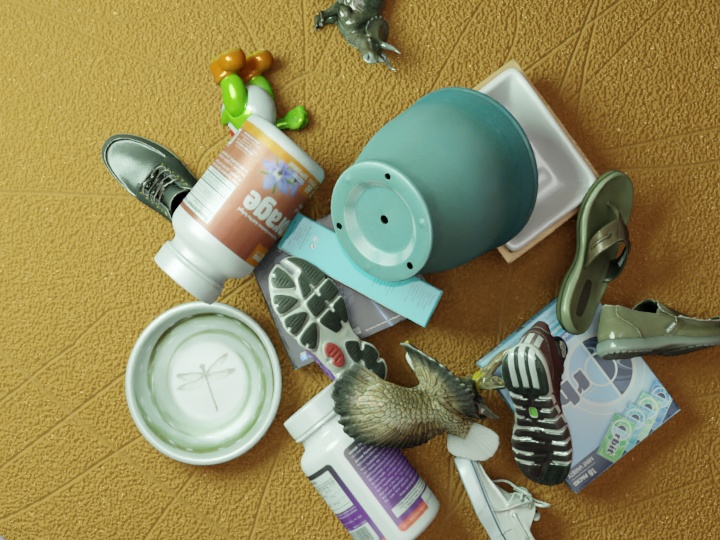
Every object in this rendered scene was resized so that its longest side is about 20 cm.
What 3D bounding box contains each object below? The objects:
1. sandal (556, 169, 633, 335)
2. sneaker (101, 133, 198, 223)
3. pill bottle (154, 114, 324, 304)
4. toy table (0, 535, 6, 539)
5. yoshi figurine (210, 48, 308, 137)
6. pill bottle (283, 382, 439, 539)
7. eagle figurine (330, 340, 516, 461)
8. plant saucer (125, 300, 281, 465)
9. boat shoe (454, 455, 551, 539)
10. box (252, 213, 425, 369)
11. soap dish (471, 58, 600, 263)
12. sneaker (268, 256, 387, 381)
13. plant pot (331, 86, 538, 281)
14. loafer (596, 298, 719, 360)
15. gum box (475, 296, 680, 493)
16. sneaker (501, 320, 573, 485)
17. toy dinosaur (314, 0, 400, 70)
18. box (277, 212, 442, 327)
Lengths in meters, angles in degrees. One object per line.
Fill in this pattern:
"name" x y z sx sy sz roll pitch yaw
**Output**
"sandal" 0.294 -0.018 1.097 0.079 0.057 0.205 17 87 -35
"sneaker" -0.247 -0.111 1.137 0.199 0.106 0.075 35 89 2
"pill bottle" -0.140 -0.066 1.036 0.112 0.112 0.201 38 90 2
"toy table" -0.481 0.433 1.099 0.200 0.183 0.117 -46 71 8
"yoshi figurine" -0.115 -0.177 1.140 0.110 0.112 0.204 -15 91 -6
"pill bottle" -0.003 0.242 1.117 0.111 0.111 0.201 -37 88 -1
"eagle figurine" 0.080 0.144 1.062 0.149 0.199 0.154 24 105 33
"plant saucer" -0.195 0.141 1.155 0.196 0.050 0.204 0 88 2
"boat shoe" 0.194 0.304 1.130 0.085 0.075 0.204 -29 90 0
"box" -0.024 0.012 1.160 0.197 0.044 0.163 -23 88 0
"soap dish" 0.186 -0.135 1.143 0.156 0.081 0.201 -36 87 -1
"sneaker" -0.052 0.075 1.085 0.080 0.083 0.202 -42 112 -24
"plant pot" 0.072 -0.084 1.028 0.198 0.187 0.203 18 122 30
"loafer" 0.371 0.066 1.113 0.197 0.075 0.071 -1 75 -27
"gum box" 0.272 0.145 1.149 0.169 0.045 0.201 -37 88 -1
"sneaker" 0.227 0.151 1.095 0.074 0.116 0.203 5 123 28
"toy dinosaur" -0.006 -0.352 1.170 0.100 0.077 0.204 1 83 -11
"box" 0.000 0.000 1.097 0.198 0.082 0.050 28 88 1
